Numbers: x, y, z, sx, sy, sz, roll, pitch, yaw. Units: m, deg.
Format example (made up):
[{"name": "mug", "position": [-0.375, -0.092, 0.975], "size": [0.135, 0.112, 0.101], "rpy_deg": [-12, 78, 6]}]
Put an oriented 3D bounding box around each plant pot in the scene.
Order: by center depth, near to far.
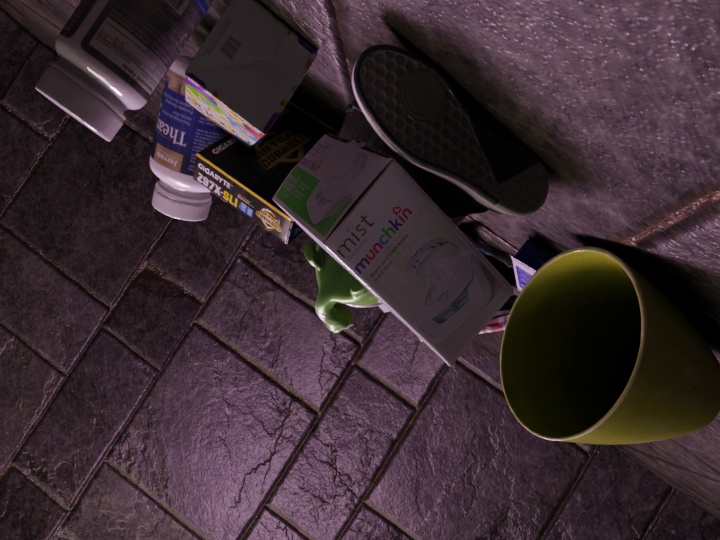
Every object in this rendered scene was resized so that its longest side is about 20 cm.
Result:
[{"name": "plant pot", "position": [0.279, 0.098, 0.741], "size": [0.196, 0.192, 0.186], "rpy_deg": [19, -177, -27]}]

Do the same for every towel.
[{"name": "towel", "position": [0.187, 0.076, 1.068], "size": [0.195, 0.031, 0.146], "rpy_deg": [-10, 176, 16]}]

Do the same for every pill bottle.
[{"name": "pill bottle", "position": [-0.262, -0.254, 0.793], "size": [0.112, 0.202, 0.114], "rpy_deg": [33, 177, 2]}, {"name": "pill bottle", "position": [-0.227, -0.178, 0.985], "size": [0.108, 0.205, 0.111], "rpy_deg": [16, -161, -6]}]

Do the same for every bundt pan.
[{"name": "bundt pan", "position": [0.045, -0.106, 0.864], "size": [0.200, 0.077, 0.202], "rpy_deg": [35, 177, 2]}]

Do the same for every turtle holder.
[{"name": "turtle holder", "position": [0.009, -0.003, 1.017], "size": [0.138, 0.191, 0.131], "rpy_deg": [4, 171, 34]}]

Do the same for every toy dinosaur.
[{"name": "toy dinosaur", "position": [0.126, -0.022, 1.053], "size": [0.199, 0.105, 0.182], "rpy_deg": [40, 169, 23]}]

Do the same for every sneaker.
[{"name": "sneaker", "position": [0.055, -0.114, 0.648], "size": [0.200, 0.078, 0.146], "rpy_deg": [35, 174, -20]}]

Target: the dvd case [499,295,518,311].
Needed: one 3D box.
[{"name": "dvd case", "position": [0.169, 0.052, 1.139], "size": [0.196, 0.016, 0.147], "rpy_deg": [-3, -176, -32]}]

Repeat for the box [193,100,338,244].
[{"name": "box", "position": [-0.099, -0.139, 0.958], "size": [0.158, 0.200, 0.050], "rpy_deg": [35, 135, 11]}]

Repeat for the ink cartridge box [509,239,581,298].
[{"name": "ink cartridge box", "position": [0.243, 0.017, 0.903], "size": [0.098, 0.040, 0.200], "rpy_deg": [34, 177, 20]}]

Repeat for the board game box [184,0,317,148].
[{"name": "board game box", "position": [-0.131, -0.218, 0.818], "size": [0.102, 0.106, 0.200], "rpy_deg": [35, 177, -15]}]

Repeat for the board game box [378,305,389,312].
[{"name": "board game box", "position": [0.048, -0.017, 1.223], "size": [0.150, 0.041, 0.200], "rpy_deg": [-15, 130, 36]}]

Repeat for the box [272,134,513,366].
[{"name": "box", "position": [0.024, -0.031, 0.692], "size": [0.176, 0.097, 0.200], "rpy_deg": [42, 180, -26]}]
